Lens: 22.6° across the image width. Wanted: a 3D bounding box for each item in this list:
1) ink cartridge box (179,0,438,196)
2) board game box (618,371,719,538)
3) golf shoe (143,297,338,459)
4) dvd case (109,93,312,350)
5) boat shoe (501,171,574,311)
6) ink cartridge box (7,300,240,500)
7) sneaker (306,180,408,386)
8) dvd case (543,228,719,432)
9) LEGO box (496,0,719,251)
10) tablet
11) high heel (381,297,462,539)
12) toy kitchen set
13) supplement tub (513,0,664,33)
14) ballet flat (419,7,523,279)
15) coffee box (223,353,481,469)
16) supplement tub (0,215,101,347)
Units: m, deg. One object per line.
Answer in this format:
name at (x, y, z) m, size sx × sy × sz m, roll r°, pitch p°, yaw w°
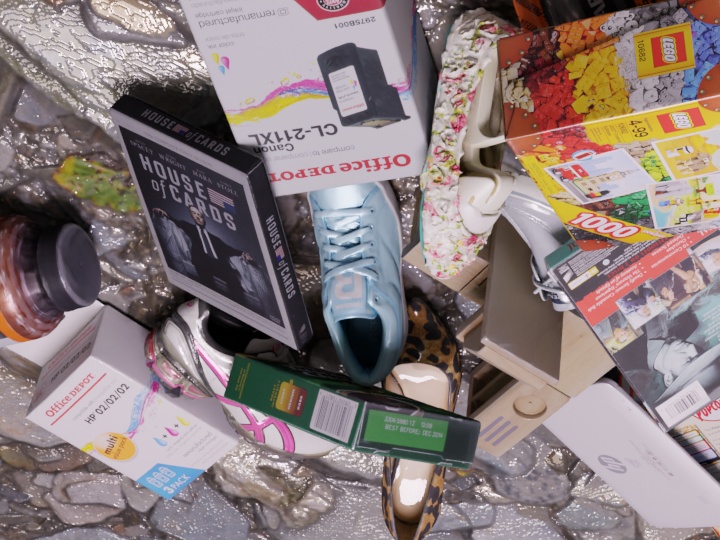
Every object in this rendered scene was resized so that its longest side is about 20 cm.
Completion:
ink cartridge box at (-0.031, -0.159, 1.313) m, size 0.145 × 0.083 × 0.201 m, roll -8°, pitch 131°, yaw 16°
board game box at (0.336, 0.141, 1.561) m, size 0.151 × 0.046 × 0.200 m, roll -22°, pitch 126°, yaw 26°
golf shoe at (-0.087, 0.095, 1.566) m, size 0.200 × 0.073 × 0.092 m, roll 33°, pitch 128°, yaw -21°
dvd case at (-0.116, -0.036, 1.420) m, size 0.150 × 0.025 × 0.201 m, roll 26°, pitch 148°, yaw 32°
boat shoe at (0.171, 0.001, 1.373) m, size 0.200 × 0.072 × 0.070 m, roll 36°, pitch 168°, yaw -25°
ink cartridge box at (-0.215, 0.109, 1.601) m, size 0.200 × 0.068 × 0.115 m, roll 33°, pitch 129°, yaw -21°
sneaker at (0.000, 0.000, 1.434) m, size 0.074 × 0.082 × 0.201 m, roll -10°, pitch 113°, yaw 12°
dvd case at (0.244, 0.020, 1.356) m, size 0.146 × 0.022 × 0.200 m, roll -34°, pitch 123°, yaw 8°
LEGO box at (0.191, -0.094, 1.201) m, size 0.148 × 0.078 × 0.200 m, roll -11°, pitch 156°, yaw 19°
tablet at (0.236, 0.163, 1.573) m, size 0.200 × 0.014 × 0.130 m, roll 43°, pitch 151°, yaw -20°
high heel at (0.047, 0.133, 1.531) m, size 0.071 × 0.143 × 0.201 m, roll 2°, pitch 133°, yaw 6°
toy kitchen set at (0.089, 0.064, 1.447) m, size 0.199 × 0.164 × 0.180 m, roll 31°, pitch 130°, yaw -19°
supplement tub at (0.208, -0.207, 1.205) m, size 0.199 × 0.123 × 0.123 m, roll -23°, pitch 125°, yaw 27°
ballet flat at (0.084, -0.089, 1.306) m, size 0.064 × 0.075 × 0.201 m, roll 12°, pitch 101°, yaw 40°
coffee box at (-0.011, 0.113, 1.467) m, size 0.122 × 0.044 × 0.200 m, roll 13°, pitch 180°, yaw -34°
supplement tub at (-0.319, 0.015, 1.504) m, size 0.199 × 0.107 × 0.107 m, roll -12°, pitch 130°, yaw 20°
